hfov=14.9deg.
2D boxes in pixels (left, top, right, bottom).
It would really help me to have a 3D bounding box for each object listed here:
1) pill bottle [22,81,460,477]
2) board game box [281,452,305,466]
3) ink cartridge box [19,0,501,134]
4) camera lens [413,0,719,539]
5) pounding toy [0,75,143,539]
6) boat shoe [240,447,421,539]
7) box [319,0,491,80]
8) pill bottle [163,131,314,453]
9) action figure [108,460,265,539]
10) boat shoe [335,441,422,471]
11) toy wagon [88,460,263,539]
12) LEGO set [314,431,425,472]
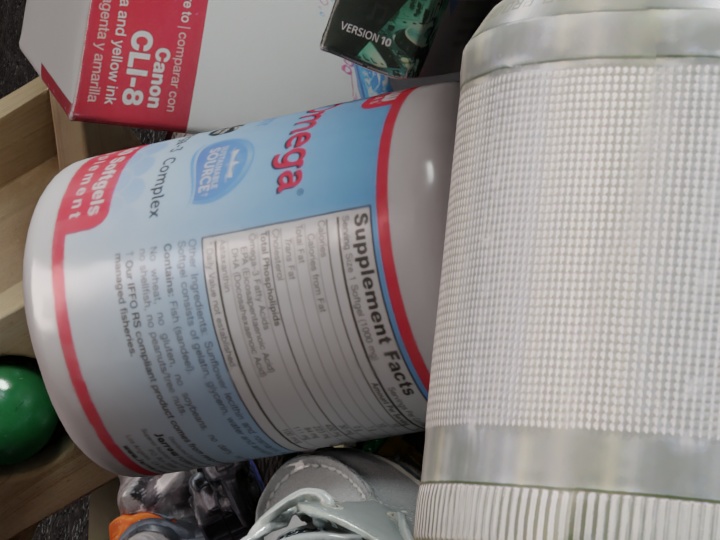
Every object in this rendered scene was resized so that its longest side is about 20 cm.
[{"bbox_3d":[0.000,0.000,0.887,0.109,0.199,0.110,-11,-90,-68],"label":"pill bottle"},{"bbox_3d":[-0.020,0.159,1.222,0.120,0.032,0.201,-163,81,-69],"label":"board game box"},{"bbox_3d":[-0.016,-0.128,1.063,0.145,0.199,0.146,-135,53,-69],"label":"ink cartridge box"},{"bbox_3d":[0.098,0.026,0.705,0.160,0.159,0.201,167,110,-71],"label":"camera lens"},{"bbox_3d":[-0.154,0.053,1.184,0.183,0.142,0.200,-30,36,10],"label":"pounding toy"},{"bbox_3d":[0.000,0.098,0.824,0.070,0.071,0.201,-46,29,5],"label":"boat shoe"},{"bbox_3d":[0.045,-0.163,0.918,0.144,0.036,0.201,-31,-41,-79],"label":"box"},{"bbox_3d":[-0.026,-0.026,1.182,0.200,0.113,0.115,-105,29,-51],"label":"pill bottle"},{"bbox_3d":[-0.067,0.144,1.069,0.200,0.104,0.194,73,-177,-54],"label":"action figure"},{"bbox_3d":[0.019,0.055,1.027,0.202,0.063,0.074,94,-179,-47],"label":"boat shoe"},{"bbox_3d":[-0.085,0.149,1.270,0.155,0.039,0.201,39,-134,-57],"label":"toy wagon"},{"bbox_3d":[0.062,0.121,0.910,0.154,0.116,0.200,-55,30,-11],"label":"LEGO set"}]
